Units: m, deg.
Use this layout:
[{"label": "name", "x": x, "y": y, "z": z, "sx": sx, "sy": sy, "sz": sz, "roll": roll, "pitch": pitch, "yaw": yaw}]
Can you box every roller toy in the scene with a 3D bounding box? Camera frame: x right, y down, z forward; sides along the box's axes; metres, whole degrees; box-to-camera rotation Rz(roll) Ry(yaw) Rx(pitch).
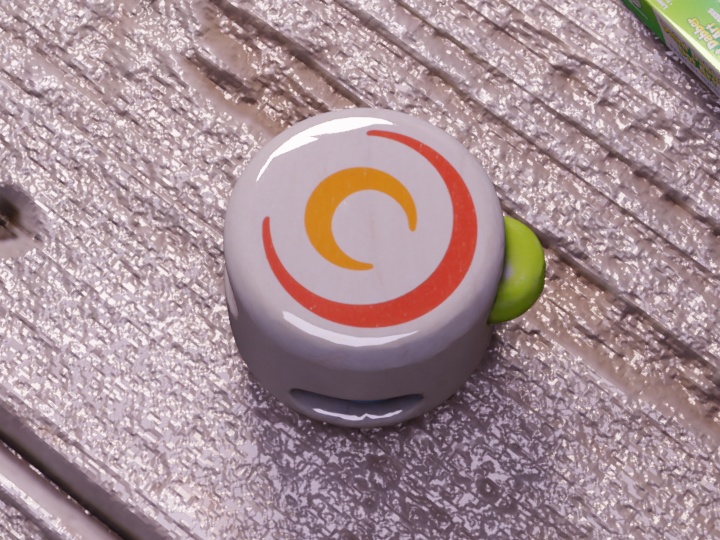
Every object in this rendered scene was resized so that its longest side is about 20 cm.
[{"label": "roller toy", "x": 0.000, "y": 0.000, "z": 1.616, "sx": 0.182, "sy": 0.140, "sz": 0.200, "roll": -39, "pitch": 72, "yaw": -17}]

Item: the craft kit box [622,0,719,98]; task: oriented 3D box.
[{"label": "craft kit box", "x": 0.297, "y": -0.197, "z": 1.659, "sx": 0.197, "sy": 0.049, "sz": 0.200, "roll": -33, "pitch": 53, "yaw": -7}]
